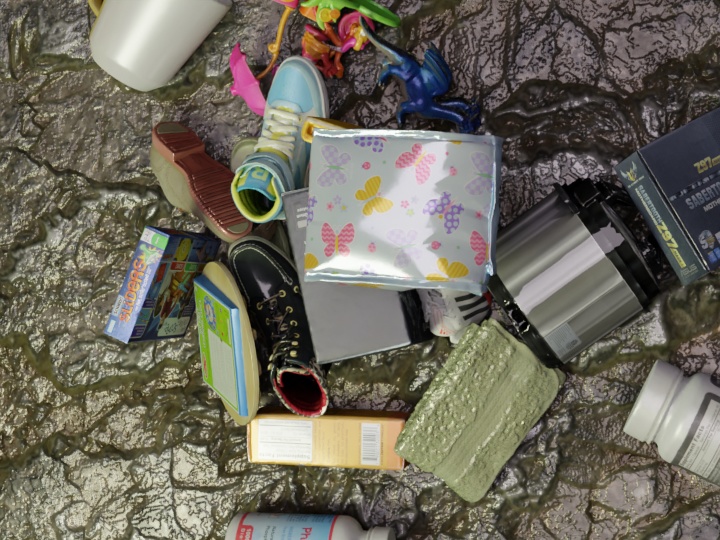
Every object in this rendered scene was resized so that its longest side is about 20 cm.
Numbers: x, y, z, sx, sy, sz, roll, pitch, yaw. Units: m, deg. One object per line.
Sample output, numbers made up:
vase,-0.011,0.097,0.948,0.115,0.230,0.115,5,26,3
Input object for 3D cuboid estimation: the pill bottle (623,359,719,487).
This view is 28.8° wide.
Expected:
pill bottle,0.413,0.187,1.610,0.199,0.113,0.114,27,94,11

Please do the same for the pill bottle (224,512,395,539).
pill bottle,-0.060,0.351,1.705,0.198,0.109,0.110,-1,89,11

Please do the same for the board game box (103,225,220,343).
board game box,-0.237,0.018,1.701,0.034,0.200,0.136,22,93,11

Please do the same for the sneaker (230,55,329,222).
sneaker,-0.096,-0.147,1.644,0.079,0.131,0.202,11,107,15

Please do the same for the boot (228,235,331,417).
boot,-0.092,0.066,1.663,0.073,0.154,0.204,-27,111,10

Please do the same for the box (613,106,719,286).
box,0.403,-0.093,1.591,0.199,0.051,0.158,-25,81,-32

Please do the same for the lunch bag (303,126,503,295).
lunch bag,0.051,-0.062,1.484,0.198,0.127,0.171,3,92,21

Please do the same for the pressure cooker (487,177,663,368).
pressure cooker,0.251,-0.005,1.612,0.199,0.176,0.179,-36,80,9

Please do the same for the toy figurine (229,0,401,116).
toy figurine,-0.077,-0.273,1.731,0.199,0.150,0.185,24,109,-13

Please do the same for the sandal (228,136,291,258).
sandal,-0.137,-0.068,1.754,0.079,0.057,0.203,-9,87,11

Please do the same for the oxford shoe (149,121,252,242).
oxford shoe,-0.200,-0.098,1.749,0.200,0.070,0.074,54,139,30

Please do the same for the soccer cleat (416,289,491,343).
soccer cleat,0.097,0.030,1.636,0.068,0.200,0.086,16,79,29

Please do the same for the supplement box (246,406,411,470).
supplement box,-0.037,0.206,1.725,0.198,0.067,0.069,3,93,12

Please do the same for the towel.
towel,0.143,0.168,1.672,0.148,0.036,0.201,34,94,-21

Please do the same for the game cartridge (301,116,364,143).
game cartridge,0.037,-0.139,1.648,0.175,0.200,0.033,19,97,12

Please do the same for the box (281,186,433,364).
box,0.000,0.000,1.655,0.116,0.197,0.202,-13,87,10

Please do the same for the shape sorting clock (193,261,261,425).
shape sorting clock,-0.158,0.087,1.699,0.039,0.200,0.202,-13,85,-25

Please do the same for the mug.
mug,-0.264,-0.318,1.764,0.149,0.187,0.154,28,106,-22

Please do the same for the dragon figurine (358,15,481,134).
dragon figurine,0.076,-0.237,1.693,0.099,0.059,0.201,-21,108,18
